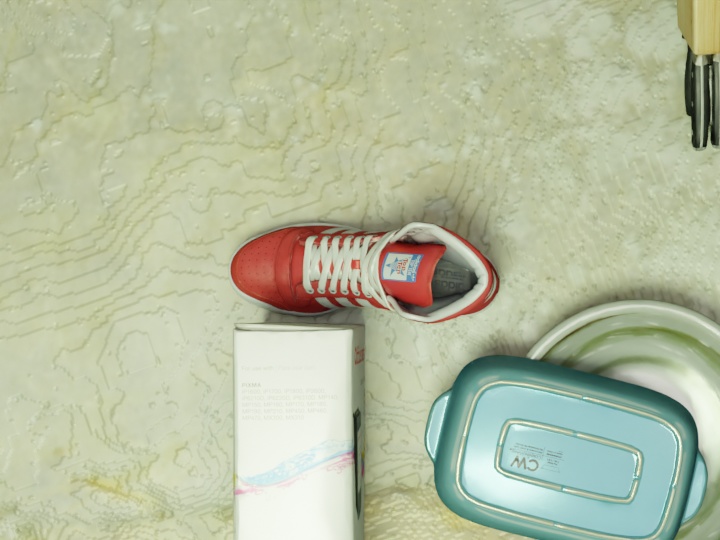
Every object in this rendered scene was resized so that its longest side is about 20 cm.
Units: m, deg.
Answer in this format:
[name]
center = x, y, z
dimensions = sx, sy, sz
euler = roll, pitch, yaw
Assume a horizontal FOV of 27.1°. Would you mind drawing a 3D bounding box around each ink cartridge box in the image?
[ink cartridge box]
center = -0.040, 0.137, 1.031
dimensions = 0.085, 0.148, 0.201
euler = 1, 89, 3

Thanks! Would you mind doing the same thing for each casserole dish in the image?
[casserole dish]
center = 0.142, 0.129, 1.026
dimensions = 0.199, 0.039, 0.122
euler = 13, 89, 5

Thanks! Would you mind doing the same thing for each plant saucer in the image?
[plant saucer]
center = 0.196, 0.121, 1.066
dimensions = 0.199, 0.050, 0.202
euler = 0, 89, 3

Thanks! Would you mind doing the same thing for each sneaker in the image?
[sneaker]
center = 0.000, 0.000, 1.050
dimensions = 0.199, 0.112, 0.072
euler = 2, 88, 4

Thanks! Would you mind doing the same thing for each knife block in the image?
[knife block]
center = 0.245, -0.189, 1.027
dimensions = 0.200, 0.064, 0.176
euler = 36, 111, -17
